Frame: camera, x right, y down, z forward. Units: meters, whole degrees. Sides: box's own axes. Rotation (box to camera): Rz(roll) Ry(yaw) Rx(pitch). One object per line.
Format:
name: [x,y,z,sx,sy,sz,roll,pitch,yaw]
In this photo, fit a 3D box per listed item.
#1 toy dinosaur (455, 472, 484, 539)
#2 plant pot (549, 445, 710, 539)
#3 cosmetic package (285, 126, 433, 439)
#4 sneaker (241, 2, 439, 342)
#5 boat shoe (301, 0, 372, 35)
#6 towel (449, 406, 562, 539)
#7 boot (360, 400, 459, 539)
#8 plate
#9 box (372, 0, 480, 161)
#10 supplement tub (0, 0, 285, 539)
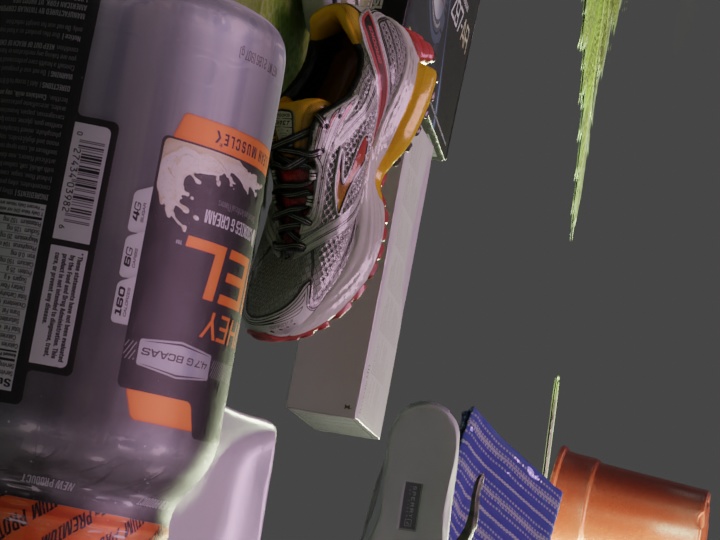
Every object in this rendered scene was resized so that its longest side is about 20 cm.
toy dinosaur: [0.043,0.252,1.583,0.200,0.047,0.088,-55,179,-36]
plant pot: [0.337,0.336,2.582,0.201,0.195,0.201,8,90,-77]
cosmetic package: [0.000,0.000,1.290,0.083,0.051,0.201,56,43,-73]
sneaker: [-0.028,-0.056,1.131,0.082,0.078,0.200,31,71,-44]
boat shoe: [0.008,-0.229,1.162,0.072,0.062,0.201,-8,107,-76]
towel: [0.120,0.237,1.820,0.145,0.024,0.200,43,44,-26]
boot: [0.037,0.202,1.524,0.096,0.073,0.200,66,40,-74]
plate: [-0.095,0.165,1.035,0.200,0.032,0.200,39,59,-74]
box: [0.038,-0.184,1.354,0.200,0.043,0.161,63,38,-67]
supplement tub: [-0.101,0.000,0.720,0.123,0.122,0.201,33,66,-75]
